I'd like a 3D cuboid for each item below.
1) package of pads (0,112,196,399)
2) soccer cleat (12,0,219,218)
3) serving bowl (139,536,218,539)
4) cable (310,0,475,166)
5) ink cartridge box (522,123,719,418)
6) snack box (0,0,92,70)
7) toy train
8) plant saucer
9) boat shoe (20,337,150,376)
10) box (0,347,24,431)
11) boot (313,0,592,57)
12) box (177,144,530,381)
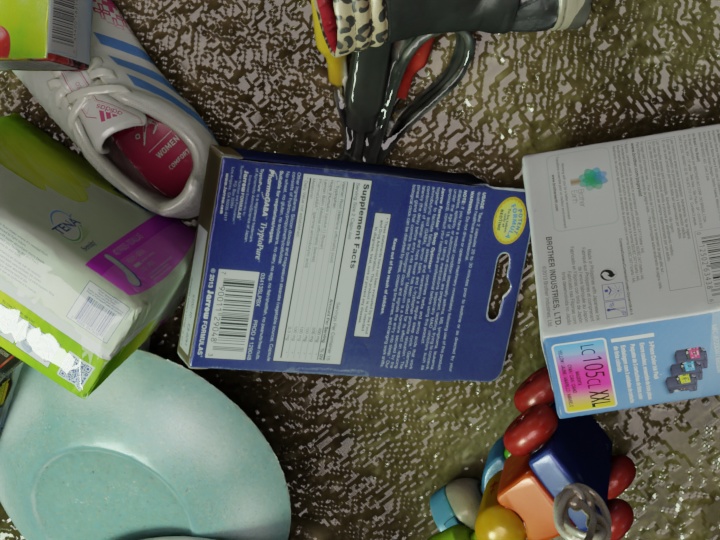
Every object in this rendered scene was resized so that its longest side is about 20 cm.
[{"bbox_3d":[-0.175,-0.018,0.959,0.154,0.200,0.069,33,102,-1],"label":"package of pads"},{"bbox_3d":[-0.153,-0.110,0.996,0.200,0.086,0.070,45,103,-3],"label":"soccer cleat"},{"bbox_3d":[-0.097,0.252,1.034,0.198,0.066,0.202,3,127,4],"label":"serving bowl"},{"bbox_3d":[0.006,-0.086,1.018,0.096,0.050,0.202,7,115,-12],"label":"cable"},{"bbox_3d":[0.194,-0.007,0.946,0.198,0.137,0.077,-10,139,10],"label":"ink cartridge box"},{"bbox_3d":[-0.217,-0.215,0.966,0.141,0.053,0.203,4,90,20],"label":"snack box"},{"bbox_3d":[0.083,0.139,0.963,0.115,0.200,0.085,-39,95,17],"label":"toy train"},{"bbox_3d":[-0.140,0.136,1.030,0.199,0.039,0.203,9,125,14],"label":"plant saucer"},{"bbox_3d":[-0.227,0.030,1.048,0.198,0.072,0.069,20,103,-7],"label":"boat shoe"},{"bbox_3d":[-0.300,0.052,1.026,0.199,0.040,0.138,33,129,10],"label":"box"},{"bbox_3d":[0.037,-0.216,0.936,0.149,0.073,0.202,-13,98,-10],"label":"boot"},{"bbox_3d":[0.000,0.000,0.999,0.198,0.032,0.123,5,103,-23],"label":"box"}]
